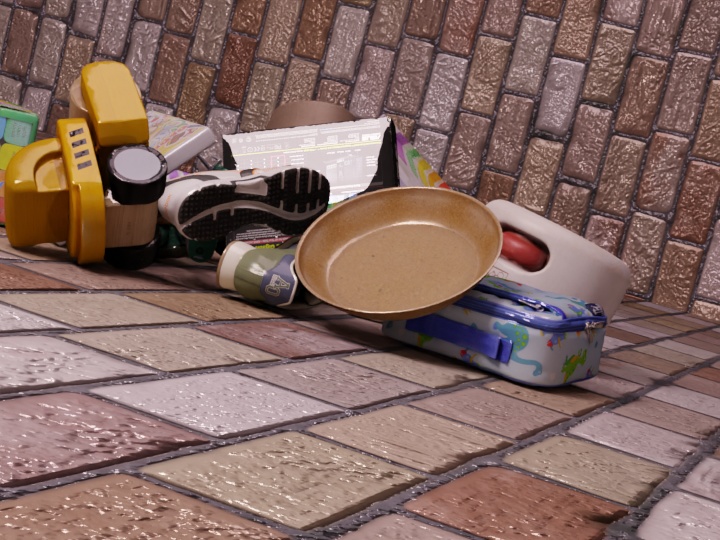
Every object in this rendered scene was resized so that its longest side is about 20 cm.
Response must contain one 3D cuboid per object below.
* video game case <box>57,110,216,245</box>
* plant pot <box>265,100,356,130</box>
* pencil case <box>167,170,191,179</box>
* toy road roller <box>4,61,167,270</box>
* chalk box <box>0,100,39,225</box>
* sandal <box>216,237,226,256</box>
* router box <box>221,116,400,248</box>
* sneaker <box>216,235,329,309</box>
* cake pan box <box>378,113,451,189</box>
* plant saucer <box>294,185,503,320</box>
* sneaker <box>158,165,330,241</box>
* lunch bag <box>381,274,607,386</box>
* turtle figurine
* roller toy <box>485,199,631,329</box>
[{"bbox_3d":[-0.272,-0.105,1.506,0.182,0.200,0.023,23,-35,59],"label":"video game case"},{"bbox_3d":[-0.067,-0.117,1.774,0.199,0.175,0.200,4,-18,1],"label":"plant pot"},{"bbox_3d":[-0.221,-0.083,1.829,0.199,0.084,0.085,13,10,-30],"label":"pencil case"},{"bbox_3d":[-0.272,-0.097,1.332,0.145,0.123,0.200,-6,49,-20],"label":"toy road roller"},{"bbox_3d":[-0.415,-0.122,1.468,0.123,0.125,0.200,12,6,-23],"label":"chalk box"},{"bbox_3d":[-0.147,-0.032,1.667,0.200,0.058,0.080,-1,-17,-19],"label":"sandal"},{"bbox_3d":[-0.053,-0.083,1.555,0.199,0.151,0.062,-5,-19,6],"label":"router box"},{"bbox_3d":[-0.058,0.009,1.403,0.090,0.067,0.200,21,10,24],"label":"sneaker"},{"bbox_3d":[0.051,-0.074,1.695,0.184,0.052,0.200,46,30,-12],"label":"cake pan box"},{"bbox_3d":[0.038,-0.010,1.327,0.199,0.036,0.201,-6,36,5],"label":"plant saucer"},{"bbox_3d":[-0.117,-0.077,1.401,0.199,0.074,0.080,-4,20,-40],"label":"sneaker"},{"bbox_3d":[0.131,0.053,1.361,0.199,0.083,0.160,17,10,34],"label":"lunch bag"},{"bbox_3d":[-0.203,-0.060,1.505,0.149,0.101,0.200,-19,21,0],"label":"turtle figurine"},{"bbox_3d":[0.190,0.018,1.540,0.199,0.140,0.182,28,1,-9],"label":"roller toy"}]
